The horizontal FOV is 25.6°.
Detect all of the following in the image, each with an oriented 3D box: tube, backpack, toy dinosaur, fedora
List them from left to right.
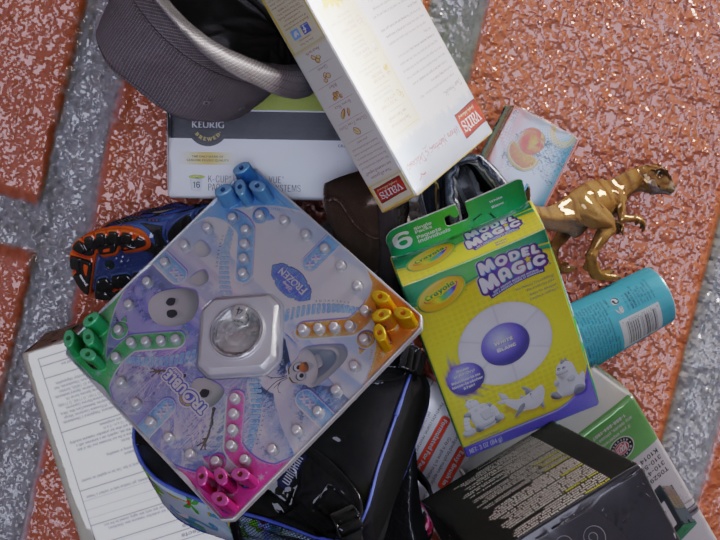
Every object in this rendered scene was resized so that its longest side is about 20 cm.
[{"bbox_3d":[-0.118,-0.170,1.121,0.090,0.199,0.178,-44,66,28],"label":"fedora"},{"bbox_3d":[-0.061,0.125,1.189,0.198,0.147,0.185,13,64,15],"label":"backpack"},{"bbox_3d":[0.167,0.063,1.311,0.198,0.050,0.078,-26,98,-15],"label":"tube"},{"bbox_3d":[0.178,-0.045,1.303,0.199,0.060,0.107,-18,119,-41],"label":"toy dinosaur"}]

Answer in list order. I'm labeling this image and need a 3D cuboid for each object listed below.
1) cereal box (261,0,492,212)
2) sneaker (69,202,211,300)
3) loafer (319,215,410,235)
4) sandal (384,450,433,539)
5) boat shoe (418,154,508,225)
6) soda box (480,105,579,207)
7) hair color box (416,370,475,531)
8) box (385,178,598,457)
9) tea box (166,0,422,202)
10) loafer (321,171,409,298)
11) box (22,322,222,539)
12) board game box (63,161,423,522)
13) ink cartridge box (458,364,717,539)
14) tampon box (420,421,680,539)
[{"bbox_3d":[0.009,-0.157,1.139,0.039,0.144,0.201,-24,99,34],"label":"cereal box"},{"bbox_3d":[-0.136,-0.028,1.288,0.197,0.079,0.076,-3,114,13],"label":"sneaker"},{"bbox_3d":[-0.044,0.004,1.318,0.198,0.070,0.071,-25,93,17],"label":"loafer"},{"bbox_3d":[0.030,0.197,1.279,0.074,0.045,0.203,-14,88,35],"label":"sandal"},{"bbox_3d":[0.103,0.004,1.234,0.070,0.091,0.202,-26,95,-9],"label":"boat shoe"},{"bbox_3d":[0.106,-0.035,1.317,0.063,0.068,0.202,27,95,-4],"label":"soda box"},{"bbox_3d":[0.024,0.132,1.333,0.199,0.064,0.112,30,92,-3],"label":"hair color box"},{"bbox_3d":[0.100,0.036,1.189,0.116,0.049,0.201,-22,121,1],"label":"box"},{"bbox_3d":[-0.053,-0.157,1.269,0.197,0.134,0.199,2,96,-2],"label":"tea box"},{"bbox_3d":[0.000,0.000,1.230,0.070,0.073,0.202,7,127,7],"label":"loafer"},{"bbox_3d":[-0.183,0.136,1.303,0.126,0.109,0.202,-16,96,-2],"label":"box"},{"bbox_3d":[-0.089,0.044,1.138,0.200,0.026,0.200,-44,62,-9],"label":"board game box"},{"bbox_3d":[0.196,0.205,1.301,0.146,0.084,0.201,-36,112,-5],"label":"ink cartridge box"},{"bbox_3d":[0.148,0.214,1.128,0.125,0.200,0.151,-30,98,-7],"label":"tampon box"}]
